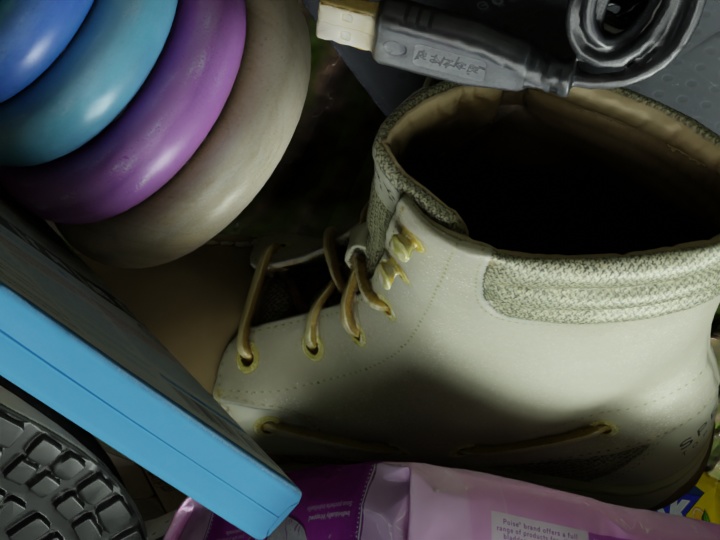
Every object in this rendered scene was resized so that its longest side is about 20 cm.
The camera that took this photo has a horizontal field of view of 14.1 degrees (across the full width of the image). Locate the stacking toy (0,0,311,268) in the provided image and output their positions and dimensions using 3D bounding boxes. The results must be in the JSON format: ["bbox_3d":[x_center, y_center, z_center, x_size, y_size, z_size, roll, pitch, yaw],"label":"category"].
[{"bbox_3d":[-0.104,-0.080,0.676,0.085,0.085,0.200,-26,137,31],"label":"stacking toy"}]

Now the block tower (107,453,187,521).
[{"bbox_3d":[-0.033,0.040,0.875,0.200,0.058,0.054,-8,140,12],"label":"block tower"}]

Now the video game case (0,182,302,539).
[{"bbox_3d":[-0.107,-0.023,0.690,0.018,0.200,0.143,-47,145,2],"label":"video game case"}]

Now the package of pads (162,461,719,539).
[{"bbox_3d":[0.053,0.103,0.785,0.200,0.076,0.120,13,164,-33],"label":"package of pads"}]

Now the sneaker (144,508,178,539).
[{"bbox_3d":[-0.115,0.093,0.842,0.199,0.079,0.130,-41,91,12],"label":"sneaker"}]

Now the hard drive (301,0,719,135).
[{"bbox_3d":[0.071,-0.065,0.746,0.135,0.042,0.200,-17,137,24],"label":"hard drive"}]

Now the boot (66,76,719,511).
[{"bbox_3d":[0.000,0.000,0.750,0.200,0.072,0.155,9,154,4],"label":"boot"}]

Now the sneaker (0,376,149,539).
[{"bbox_3d":[-0.116,0.019,0.742,0.076,0.088,0.200,-24,136,13],"label":"sneaker"}]

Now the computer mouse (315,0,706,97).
[{"bbox_3d":[0.000,-0.120,0.645,0.200,0.046,0.141,16,113,-4],"label":"computer mouse"}]

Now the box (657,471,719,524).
[{"bbox_3d":[0.023,0.117,0.959,0.200,0.064,0.070,-31,131,34],"label":"box"}]
